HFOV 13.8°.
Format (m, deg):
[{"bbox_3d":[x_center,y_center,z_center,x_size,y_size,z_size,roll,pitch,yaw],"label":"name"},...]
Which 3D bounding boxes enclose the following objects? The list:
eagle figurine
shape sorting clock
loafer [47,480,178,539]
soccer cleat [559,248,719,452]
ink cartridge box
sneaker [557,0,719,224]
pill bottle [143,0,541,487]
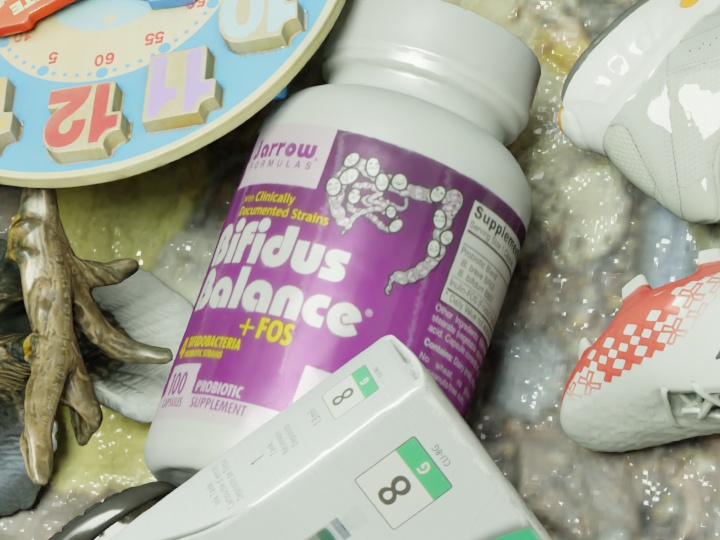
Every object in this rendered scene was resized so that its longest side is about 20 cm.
[{"bbox_3d":[-0.179,0.035,1.183,0.200,0.151,0.152,-26,14,40],"label":"eagle figurine"},{"bbox_3d":[-0.096,-0.115,1.151,0.199,0.039,0.200,-10,56,14],"label":"shape sorting clock"},{"bbox_3d":[-0.110,0.169,1.110,0.071,0.073,0.200,35,104,18],"label":"loafer"},{"bbox_3d":[0.154,0.030,1.058,0.200,0.069,0.085,-29,51,29],"label":"soccer cleat"},{"bbox_3d":[-0.021,0.142,1.050,0.200,0.161,0.050,-37,28,0],"label":"ink cartridge box"},{"bbox_3d":[0.175,-0.098,1.136,0.200,0.076,0.092,-46,69,5],"label":"sneaker"},{"bbox_3d":[0.000,0.000,1.126,0.112,0.112,0.200,12,73,23],"label":"pill bottle"}]
